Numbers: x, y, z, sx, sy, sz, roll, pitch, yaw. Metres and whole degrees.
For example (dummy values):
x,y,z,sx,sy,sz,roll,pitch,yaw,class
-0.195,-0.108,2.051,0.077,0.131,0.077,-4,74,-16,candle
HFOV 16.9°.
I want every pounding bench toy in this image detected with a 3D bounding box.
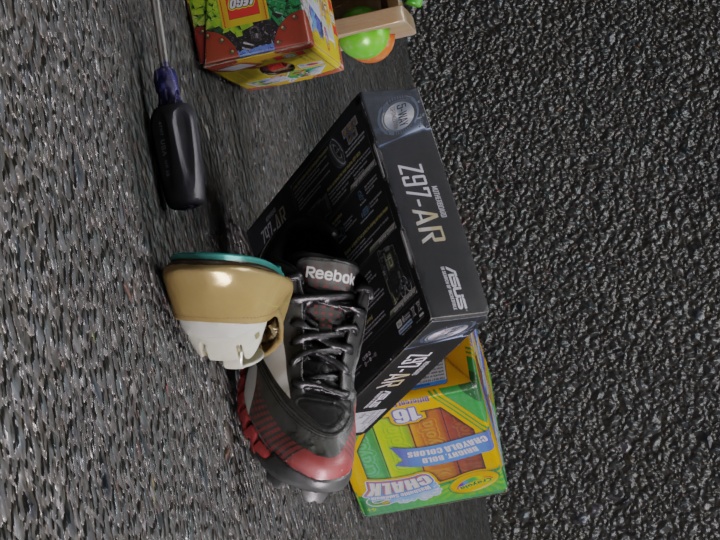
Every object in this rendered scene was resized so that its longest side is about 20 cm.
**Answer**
x,y,z,sx,sy,sz,roll,pitch,yaw,class
0.003,-0.240,1.863,0.124,0.200,0.156,-10,87,-84,pounding bench toy

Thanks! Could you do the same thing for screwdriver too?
x,y,z,sx,sy,sz,roll,pitch,yaw,class
-0.115,-0.131,1.384,0.029,0.028,0.200,144,-63,-63,screwdriver

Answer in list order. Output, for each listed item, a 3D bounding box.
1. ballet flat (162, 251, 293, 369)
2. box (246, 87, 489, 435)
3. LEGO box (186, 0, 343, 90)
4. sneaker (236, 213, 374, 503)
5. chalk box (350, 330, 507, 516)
x,y,z,sx,sy,sz,roll,pitch,yaw,class
-0.068,0.024,1.357,0.200,0.069,0.063,16,76,-82,ballet flat
0.000,0.000,1.556,0.200,0.044,0.160,-49,-127,54,box
-0.073,-0.211,1.684,0.200,0.077,0.149,-2,80,-84,LEGO box
-0.033,0.045,1.473,0.200,0.071,0.098,-98,-152,-43,sneaker
0.045,0.113,1.952,0.200,0.125,0.124,70,10,-49,chalk box
